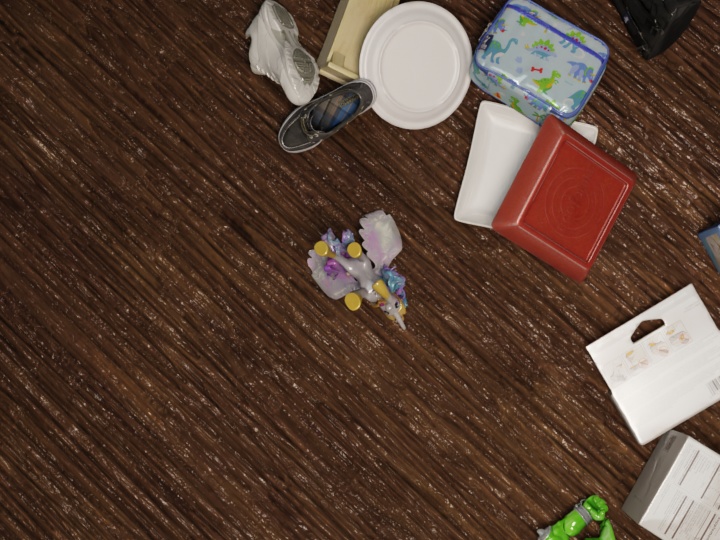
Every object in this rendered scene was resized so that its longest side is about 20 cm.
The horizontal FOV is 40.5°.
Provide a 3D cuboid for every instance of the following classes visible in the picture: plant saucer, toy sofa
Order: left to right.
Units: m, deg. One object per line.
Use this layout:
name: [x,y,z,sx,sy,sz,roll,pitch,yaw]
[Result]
toy sofa: [0.002,-0.405,1.614,0.082,0.097,0.203,21,88,-18]
plant saucer: [0.330,-0.108,1.528,0.198,0.037,0.202,29,89,-22]

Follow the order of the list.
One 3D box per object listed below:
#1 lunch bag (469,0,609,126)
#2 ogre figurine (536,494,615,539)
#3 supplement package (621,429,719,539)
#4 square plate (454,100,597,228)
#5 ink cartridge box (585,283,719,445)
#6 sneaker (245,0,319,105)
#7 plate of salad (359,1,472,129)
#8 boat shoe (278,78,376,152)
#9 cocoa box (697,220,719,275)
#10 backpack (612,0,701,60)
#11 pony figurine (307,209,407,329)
lunch bag: [0.286,-0.334,1.561,0.199,0.083,0.162,33,75,8]
ogre figurine: [0.339,0.459,1.504,0.118,0.098,0.203,-8,103,-3]
supplement package: [0.526,0.358,1.464,0.198,0.152,0.152,31,89,7]
square plate: [0.268,-0.156,1.588,0.195,0.028,0.203,14,88,6]
ink cartridge box: [0.479,0.147,1.537,0.198,0.045,0.178,-30,84,3]
sneaker: [-0.135,-0.342,1.613,0.099,0.077,0.202,-38,59,32]
plate of salad: [0.089,-0.333,1.589,0.197,0.048,0.203,-5,107,-17]
boat shoe: [-0.062,-0.243,1.572,0.198,0.066,0.071,-22,102,29]
cocoa box: [0.630,-0.005,1.487,0.130,0.133,0.202,-28,84,4]
backpack: [0.452,-0.466,1.536,0.153,0.163,0.201,-37,77,-6]
pony figurine: [0.000,0.000,1.542,0.166,0.200,0.194,-36,68,9]
